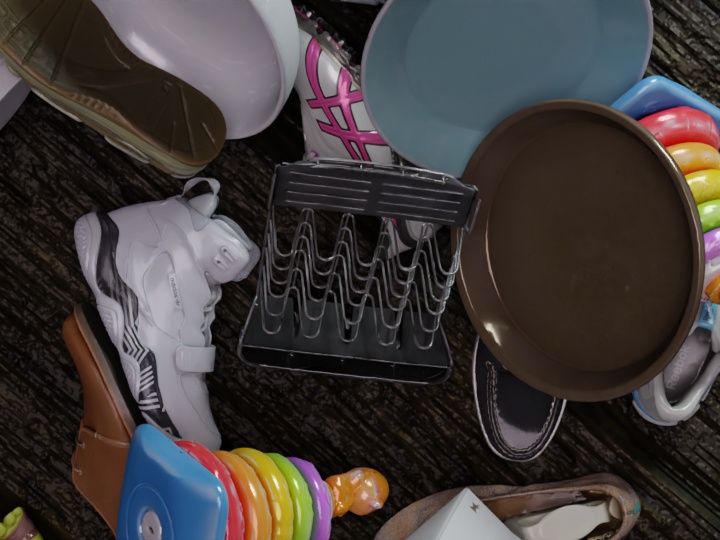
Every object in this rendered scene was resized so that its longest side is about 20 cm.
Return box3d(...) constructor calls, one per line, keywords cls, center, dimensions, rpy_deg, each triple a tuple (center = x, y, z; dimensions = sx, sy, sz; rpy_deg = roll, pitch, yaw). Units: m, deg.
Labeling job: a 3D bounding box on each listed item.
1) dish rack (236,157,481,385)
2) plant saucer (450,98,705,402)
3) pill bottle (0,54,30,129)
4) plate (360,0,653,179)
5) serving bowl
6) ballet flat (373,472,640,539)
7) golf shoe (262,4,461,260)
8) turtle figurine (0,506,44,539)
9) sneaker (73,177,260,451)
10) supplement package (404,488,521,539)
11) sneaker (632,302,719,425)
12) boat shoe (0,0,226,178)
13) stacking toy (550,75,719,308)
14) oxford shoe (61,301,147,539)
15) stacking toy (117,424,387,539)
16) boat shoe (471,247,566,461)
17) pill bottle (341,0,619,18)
box3d(cls="dish rack", center=(0.000, 0.000, 1.233), dimensions=(0.152, 0.201, 0.055), rpy_deg=(5, 55, -6))
box3d(cls="plant saucer", center=(0.145, -0.014, 1.213), dimensions=(0.199, 0.029, 0.202), rpy_deg=(8, 103, 40))
box3d(cls="pill bottle", center=(-0.325, -0.173, 1.270), dimensions=(0.200, 0.112, 0.113), rpy_deg=(40, 94, -2))
box3d(cls="plate", center=(0.095, -0.145, 1.211), dimensions=(0.198, 0.026, 0.201), rpy_deg=(-8, 133, -8))
box3d(cls="serving bowl", center=(-0.120, -0.185, 1.243), dimensions=(0.200, 0.200, 0.066), rpy_deg=(37, 58, -1))
box3d(cls="ballet flat", center=(0.102, 0.184, 1.305), dimensions=(0.198, 0.067, 0.069), rpy_deg=(-16, 93, 3))
box3d(cls="golf shoe", center=(-0.013, -0.099, 1.286), dimensions=(0.092, 0.073, 0.200), rpy_deg=(-39, 92, 5))
box3d(cls="turtle figurine", center=(-0.209, 0.248, 1.319), dimensions=(0.161, 0.064, 0.200), rpy_deg=(44, 109, 8))
box3d(cls="sneaker", center=(-0.117, 0.035, 1.296), dimensions=(0.114, 0.075, 0.201), rpy_deg=(-24, 90, 5))
box3d(cls="supplement package", center=(0.035, 0.270, 1.251), dimensions=(0.121, 0.120, 0.200), rpy_deg=(44, 120, -1))
box3d(cls="sneaker", center=(0.246, 0.018, 1.280), dimensions=(0.074, 0.087, 0.202), rpy_deg=(16, 93, 2))
box3d(cls="boat shoe", center=(-0.185, -0.132, 1.251), dimensions=(0.200, 0.063, 0.074), rpy_deg=(33, 66, -12))
box3d(cls="stacking toy", center=(0.224, -0.021, 1.218), dimensions=(0.110, 0.116, 0.201), rpy_deg=(-44, 56, 23))
box3d(cls="oxford shoe", center=(-0.181, 0.123, 1.309), dimensions=(0.071, 0.071, 0.201), rpy_deg=(-18, 95, 7))
box3d(cls="stacking toy", center=(-0.062, 0.165, 1.267), dimensions=(0.199, 0.116, 0.111), rpy_deg=(-5, 114, -39))
box3d(cls="boat shoe", center=(0.123, 0.039, 1.297), dimensions=(0.073, 0.060, 0.202), rpy_deg=(11, 94, 0))
box3d(cls="pill bottle", center=(0.087, -0.226, 1.253), dimensions=(0.198, 0.114, 0.115), rpy_deg=(4, 94, 1))
